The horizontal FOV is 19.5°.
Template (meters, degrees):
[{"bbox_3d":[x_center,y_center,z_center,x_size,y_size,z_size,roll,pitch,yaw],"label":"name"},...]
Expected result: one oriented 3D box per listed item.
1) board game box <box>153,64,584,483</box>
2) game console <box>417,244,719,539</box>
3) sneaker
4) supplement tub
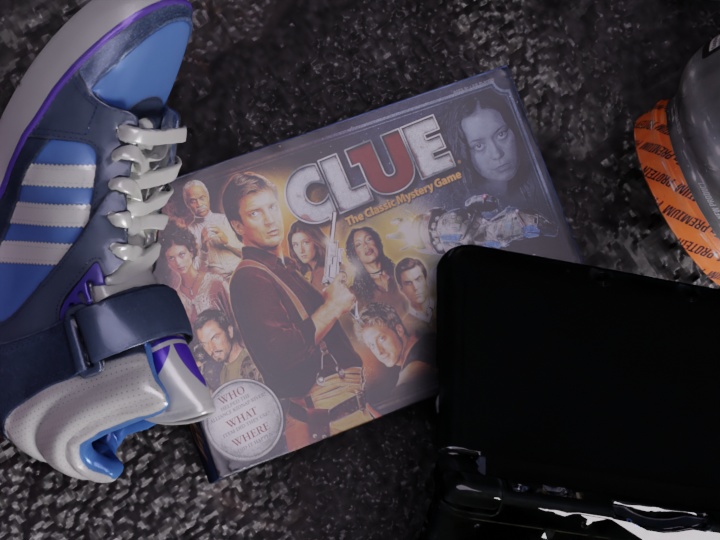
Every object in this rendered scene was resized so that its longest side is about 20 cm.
[{"bbox_3d":[0.000,0.000,0.974,0.198,0.035,0.137,-20,85,-15],"label":"board game box"},{"bbox_3d":[0.114,0.105,0.969,0.198,0.117,0.177,10,118,-15],"label":"game console"},{"bbox_3d":[-0.095,-0.008,0.891,0.146,0.080,0.201,41,105,16],"label":"sneaker"},{"bbox_3d":[0.232,-0.079,0.954,0.199,0.122,0.123,-32,88,26],"label":"supplement tub"}]
